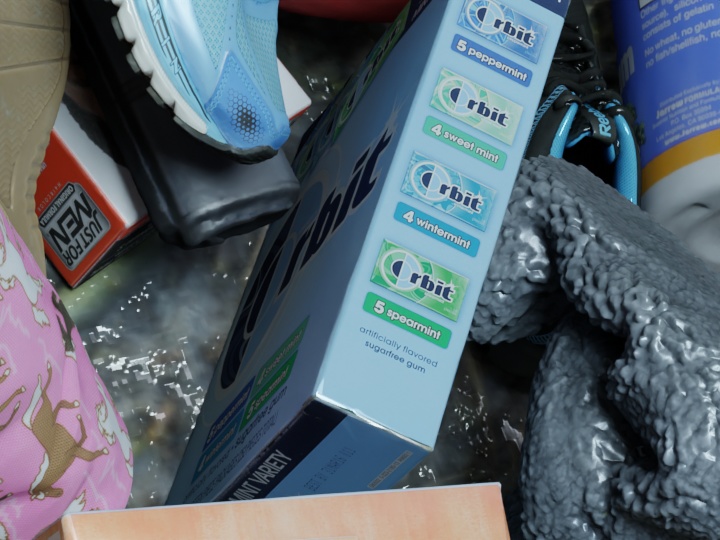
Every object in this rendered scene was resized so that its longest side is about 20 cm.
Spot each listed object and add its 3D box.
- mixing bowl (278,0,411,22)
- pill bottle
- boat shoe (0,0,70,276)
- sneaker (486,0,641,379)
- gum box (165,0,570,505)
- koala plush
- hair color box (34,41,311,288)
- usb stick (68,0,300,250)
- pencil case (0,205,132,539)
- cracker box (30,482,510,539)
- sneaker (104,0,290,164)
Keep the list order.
[{"bbox_3d":[-0.011,-0.169,0.867,0.108,0.200,0.200,-33,85,-38],"label":"mixing bowl"},{"bbox_3d":[0.160,-0.107,0.984,0.112,0.112,0.200,8,63,-24],"label":"pill bottle"},{"bbox_3d":[-0.141,-0.039,0.786,0.072,0.065,0.200,-1,92,-46],"label":"boat shoe"},{"bbox_3d":[0.080,-0.060,0.938,0.073,0.082,0.200,3,65,-25],"label":"sneaker"},{"bbox_3d":[0.000,0.000,0.812,0.045,0.170,0.200,25,57,-11],"label":"gum box"},{"bbox_3d":[0.091,0.098,0.815,0.177,0.200,0.184,22,20,-28],"label":"koala plush"},{"bbox_3d":[-0.122,-0.105,0.865,0.101,0.061,0.200,-38,89,-36],"label":"hair color box"},{"bbox_3d":[-0.082,-0.100,0.826,0.055,0.033,0.200,-19,76,-26],"label":"usb stick"},{"bbox_3d":[-0.127,0.019,0.659,0.083,0.200,0.087,-19,54,1],"label":"pencil case"},{"bbox_3d":[-0.056,0.119,0.709,0.134,0.200,0.058,-1,70,-28],"label":"cracker box"},{"bbox_3d":[-0.039,-0.134,0.760,0.090,0.078,0.200,-6,89,8],"label":"sneaker"}]
